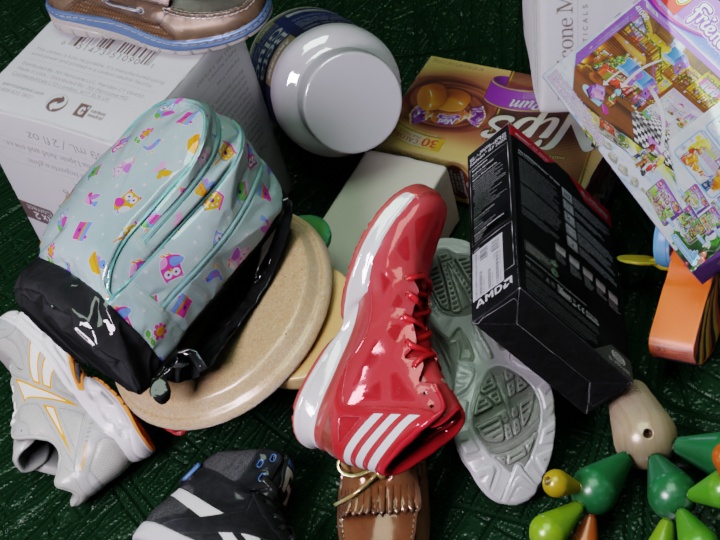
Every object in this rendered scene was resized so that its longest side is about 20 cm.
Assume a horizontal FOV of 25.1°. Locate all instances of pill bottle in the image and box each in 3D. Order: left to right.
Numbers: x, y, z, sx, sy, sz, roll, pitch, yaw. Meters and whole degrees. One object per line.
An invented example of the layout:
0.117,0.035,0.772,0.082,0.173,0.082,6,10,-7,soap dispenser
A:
-0.028,-0.158,1.367,0.111,0.112,0.200,-25,19,-6,pill bottle

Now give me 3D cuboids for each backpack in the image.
-0.146,-0.023,1.169,0.166,0.127,0.200,25,70,46,backpack

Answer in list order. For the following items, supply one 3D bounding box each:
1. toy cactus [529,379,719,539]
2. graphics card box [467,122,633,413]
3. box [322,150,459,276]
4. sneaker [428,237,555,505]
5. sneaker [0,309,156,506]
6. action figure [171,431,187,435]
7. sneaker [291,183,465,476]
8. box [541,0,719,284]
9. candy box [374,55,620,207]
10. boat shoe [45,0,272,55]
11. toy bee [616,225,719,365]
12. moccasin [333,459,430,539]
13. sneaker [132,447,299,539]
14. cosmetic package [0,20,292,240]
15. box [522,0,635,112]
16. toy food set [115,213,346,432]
0.201,0.134,1.109,0.199,0.103,0.165,-24,36,7,toy cactus
0.138,-0.005,1.191,0.051,0.125,0.201,-37,30,27,graphics card box
0.000,0.000,1.297,0.082,0.069,0.200,15,55,28,box
0.088,0.080,1.195,0.077,0.099,0.201,-13,71,-9,sneaker
-0.253,0.107,1.279,0.092,0.076,0.200,-42,49,-15,sneaker
-0.098,0.052,1.286,0.051,0.066,0.201,25,57,8,action figure
0.041,0.048,1.112,0.115,0.078,0.201,23,93,33,sneaker
0.243,-0.109,1.179,0.137,0.039,0.201,-38,63,11,box
0.125,-0.109,1.365,0.199,0.057,0.117,15,54,29,candy box
-0.167,-0.219,1.267,0.199,0.073,0.073,5,49,20,boat shoe
0.274,-0.018,1.221,0.131,0.109,0.201,33,90,30,toy bee
0.018,0.134,1.160,0.073,0.078,0.202,0,56,15,moccasin
-0.059,0.184,1.146,0.199,0.073,0.112,18,58,31,sneaker
-0.184,-0.102,1.354,0.164,0.201,0.165,17,55,29,cosmetic package
0.220,-0.260,1.329,0.170,0.200,0.200,-3,29,4,box
-0.100,0.034,1.219,0.199,0.049,0.198,-34,45,7,toy food set
